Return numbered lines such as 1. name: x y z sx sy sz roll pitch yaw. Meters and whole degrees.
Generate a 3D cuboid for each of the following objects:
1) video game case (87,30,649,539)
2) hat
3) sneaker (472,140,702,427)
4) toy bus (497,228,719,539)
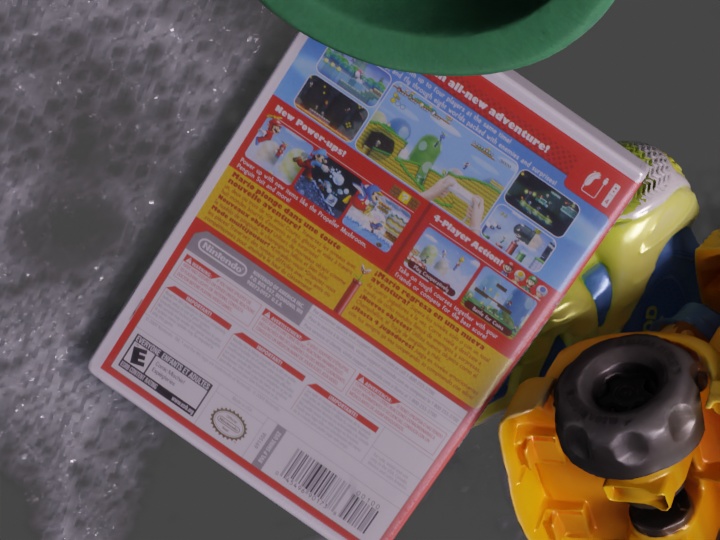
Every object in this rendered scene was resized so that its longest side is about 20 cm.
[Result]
1. video game case: 0.000 0.000 1.121 0.143 0.017 0.201 35 110 2
2. hat: 0.053 -0.184 1.066 0.199 0.176 0.166 14 128 12
3. sneaker: 0.071 0.040 1.196 0.200 0.076 0.105 -38 131 4
4. toy bus: 0.175 0.042 1.143 0.199 0.193 0.136 1 138 24
